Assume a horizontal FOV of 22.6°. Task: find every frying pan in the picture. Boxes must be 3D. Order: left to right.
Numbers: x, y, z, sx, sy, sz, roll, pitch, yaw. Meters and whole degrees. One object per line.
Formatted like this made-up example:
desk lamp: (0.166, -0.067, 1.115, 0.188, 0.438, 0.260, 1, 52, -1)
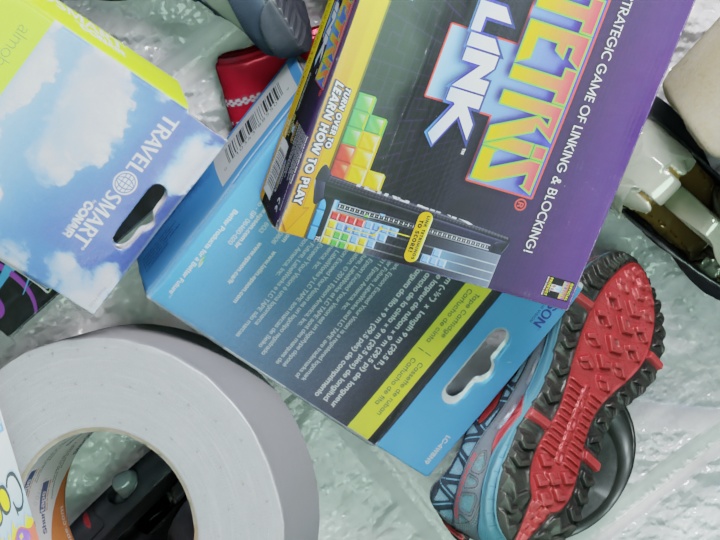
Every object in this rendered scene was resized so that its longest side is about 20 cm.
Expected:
frying pan: (0.094, 0.146, 1.099, 0.115, 0.031, 0.190, 35, 95, -22)

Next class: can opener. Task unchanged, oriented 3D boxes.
can opener: (-0.136, 0.151, 1.023, 0.200, 0.079, 0.063, -38, 123, 11)

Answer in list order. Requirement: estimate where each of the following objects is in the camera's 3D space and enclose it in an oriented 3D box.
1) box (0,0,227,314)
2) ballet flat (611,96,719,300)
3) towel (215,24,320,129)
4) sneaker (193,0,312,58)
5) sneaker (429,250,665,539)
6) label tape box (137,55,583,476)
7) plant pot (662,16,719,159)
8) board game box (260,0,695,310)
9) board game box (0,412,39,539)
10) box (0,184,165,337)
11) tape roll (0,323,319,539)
box: (-0.179, -0.079, 0.872, 0.200, 0.048, 0.122, 33, 105, -26)
ballet flat: (0.178, -0.045, 1.026, 0.200, 0.073, 0.073, 40, 96, -23)
towel: (0.012, -0.050, 1.007, 0.144, 0.022, 0.201, -19, 113, -6)
sneaker: (-0.104, -0.178, 0.914, 0.082, 0.070, 0.200, -30, 114, 18)
sneaker: (0.099, 0.068, 1.029, 0.079, 0.095, 0.200, 48, 58, -24)
label tape box: (0.000, 0.000, 0.979, 0.200, 0.066, 0.143, 34, 101, -25)
plant pot: (0.272, -0.112, 0.974, 0.183, 0.201, 0.200, -40, 115, 16)
board game box: (0.060, -0.096, 0.889, 0.164, 0.057, 0.201, 15, 107, -17)
board game box: (-0.279, 0.137, 0.909, 0.199, 0.105, 0.104, -11, 102, 15)
box: (-0.196, -0.078, 0.916, 0.143, 0.036, 0.200, -40, 117, 7)
tape roll: (-0.125, 0.131, 0.962, 0.199, 0.066, 0.202, 1, 94, 16)
